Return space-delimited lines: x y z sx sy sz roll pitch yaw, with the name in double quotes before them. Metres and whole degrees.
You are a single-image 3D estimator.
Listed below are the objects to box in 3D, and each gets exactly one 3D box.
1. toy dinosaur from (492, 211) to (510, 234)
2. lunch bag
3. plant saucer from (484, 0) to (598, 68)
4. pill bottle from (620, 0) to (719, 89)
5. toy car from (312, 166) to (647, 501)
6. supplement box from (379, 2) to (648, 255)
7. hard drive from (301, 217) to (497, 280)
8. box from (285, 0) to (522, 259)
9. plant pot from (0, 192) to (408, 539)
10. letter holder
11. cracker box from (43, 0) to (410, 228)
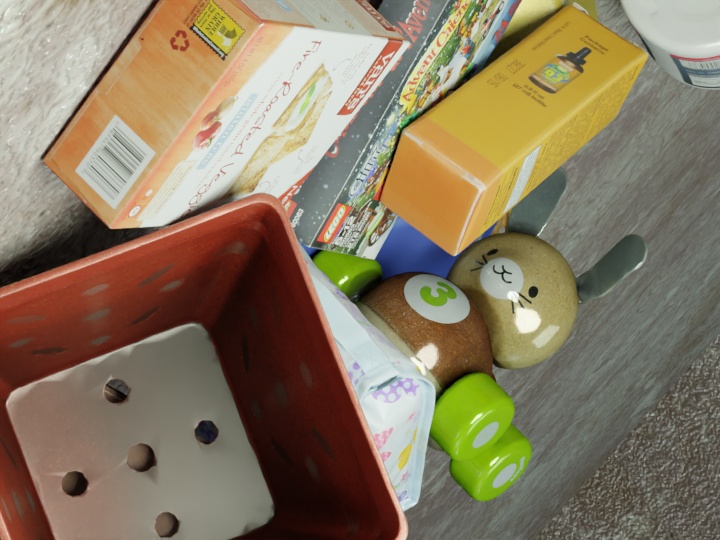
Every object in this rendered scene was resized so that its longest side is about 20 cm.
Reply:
"toy dinosaur" 0.093 -0.047 1.700 0.201 0.060 0.106 -57 177 5
"lunch bag" -0.048 0.068 1.395 0.127 0.170 0.201 -32 154 -26
"plant saucer" 0.090 -0.129 1.547 0.200 0.048 0.200 -50 164 7
"pill bottle" 0.265 -0.203 1.703 0.120 0.120 0.200 -48 165 5
"toy car" 0.091 0.019 1.498 0.200 0.164 0.158 -41 154 -7
"supplement box" 0.099 -0.092 1.413 0.200 0.066 0.069 -39 158 -39
"hard drive" 0.000 0.000 1.555 0.199 0.025 0.132 -14 146 -35
"box" 0.024 -0.105 1.376 0.201 0.038 0.136 -60 164 6
"plant pot" -0.114 0.097 1.234 0.199 0.201 0.176 -20 175 -14
"letter holder" -0.158 0.185 1.366 0.201 0.141 0.101 -61 173 -10
"cracker box" -0.066 -0.091 1.196 0.134 0.058 0.200 -52 165 17
